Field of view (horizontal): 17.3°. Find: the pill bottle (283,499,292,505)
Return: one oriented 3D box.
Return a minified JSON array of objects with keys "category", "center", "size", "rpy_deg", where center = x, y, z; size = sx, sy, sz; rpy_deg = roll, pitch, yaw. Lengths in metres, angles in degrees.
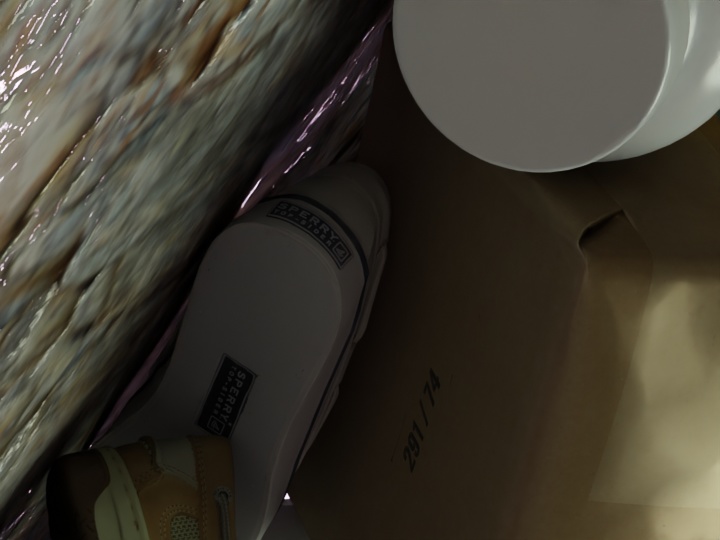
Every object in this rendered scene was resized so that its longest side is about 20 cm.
[{"category":"pill bottle","center":[0.012,0.094,1.113],"size":[0.112,0.112,0.200],"rpy_deg":[-48,154,-57]}]

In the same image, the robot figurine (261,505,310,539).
[{"category":"robot figurine","center":[-0.053,0.183,0.914],"size":[0.200,0.125,0.150],"rpy_deg":[-41,-165,-4]}]

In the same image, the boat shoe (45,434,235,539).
[{"category":"boat shoe","center":[-0.051,0.154,0.799],"size":[0.076,0.200,0.072],"rpy_deg":[-11,-171,-20]}]

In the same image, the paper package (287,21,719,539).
[{"category":"paper package","center":[0.060,0.041,0.806],"size":[0.191,0.103,0.200],"rpy_deg":[-126,-137,-56]}]

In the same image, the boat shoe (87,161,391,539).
[{"category":"boat shoe","center":[-0.043,0.041,0.839],"size":[0.066,0.072,0.200],"rpy_deg":[-45,164,-49]}]

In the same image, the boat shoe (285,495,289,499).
[{"category":"boat shoe","center":[0.004,0.002,0.985],"size":[0.202,0.075,0.086],"rpy_deg":[-55,177,-36]}]

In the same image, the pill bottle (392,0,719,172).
[{"category":"pill bottle","center":[0.079,-0.099,0.738],"size":[0.112,0.112,0.200],"rpy_deg":[-56,175,28]}]

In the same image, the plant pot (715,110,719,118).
[{"category":"plant pot","center":[0.207,-0.044,0.903],"size":[0.196,0.200,0.200],"rpy_deg":[-20,173,-3]}]
